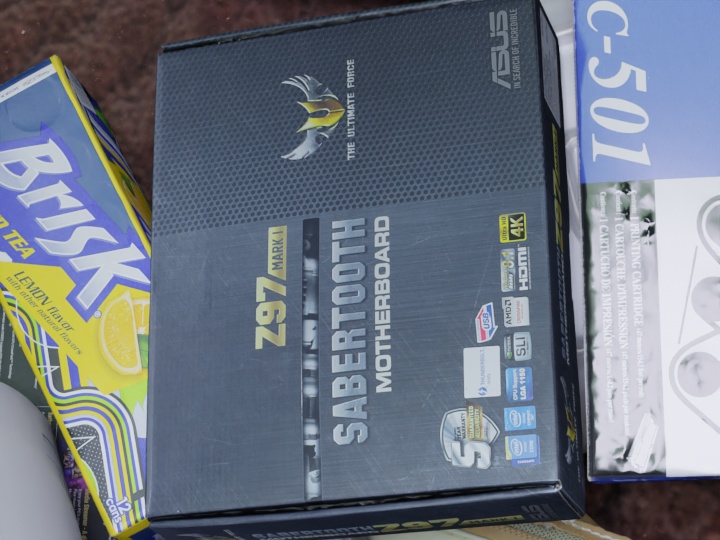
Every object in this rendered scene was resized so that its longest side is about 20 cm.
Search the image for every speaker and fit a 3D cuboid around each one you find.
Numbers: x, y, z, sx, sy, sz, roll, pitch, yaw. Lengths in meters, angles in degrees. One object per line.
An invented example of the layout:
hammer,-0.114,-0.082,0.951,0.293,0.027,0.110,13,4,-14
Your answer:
speaker,-0.143,0.119,0.718,0.081,0.081,0.200,-35,29,0

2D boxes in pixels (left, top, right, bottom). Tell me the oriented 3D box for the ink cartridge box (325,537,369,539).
ink cartridge box,-0.063,0.202,0.751,0.200,0.083,0.147,-26,114,3

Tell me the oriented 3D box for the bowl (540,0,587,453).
bowl,0.108,-0.032,0.774,0.199,0.075,0.200,-14,79,9

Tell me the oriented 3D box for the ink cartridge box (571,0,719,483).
ink cartridge box,0.129,-0.022,0.707,0.094,0.044,0.201,-3,81,9

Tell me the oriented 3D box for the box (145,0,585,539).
box,0.000,0.000,0.712,0.157,0.051,0.201,-7,68,17

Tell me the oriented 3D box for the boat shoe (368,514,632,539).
boat shoe,0.068,0.111,0.800,0.199,0.072,0.076,12,62,11

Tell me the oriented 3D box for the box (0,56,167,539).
box,-0.110,0.014,0.800,0.070,0.064,0.200,-29,72,1

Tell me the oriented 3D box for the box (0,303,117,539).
box,-0.118,0.085,0.847,0.160,0.044,0.201,-1,76,9
